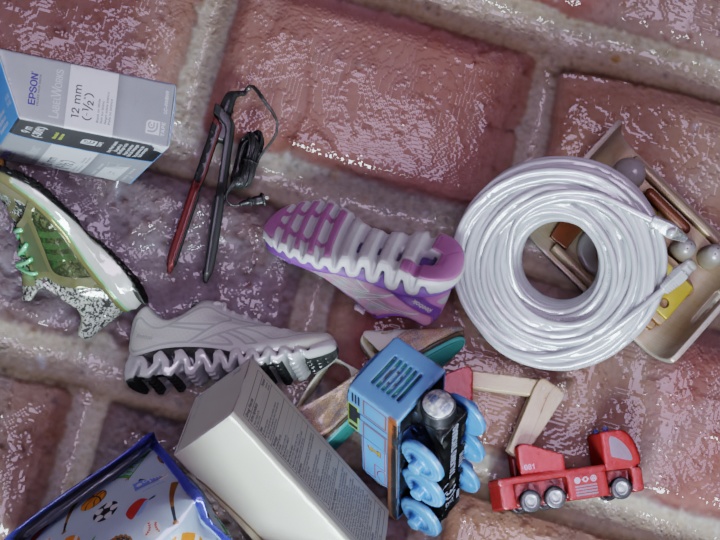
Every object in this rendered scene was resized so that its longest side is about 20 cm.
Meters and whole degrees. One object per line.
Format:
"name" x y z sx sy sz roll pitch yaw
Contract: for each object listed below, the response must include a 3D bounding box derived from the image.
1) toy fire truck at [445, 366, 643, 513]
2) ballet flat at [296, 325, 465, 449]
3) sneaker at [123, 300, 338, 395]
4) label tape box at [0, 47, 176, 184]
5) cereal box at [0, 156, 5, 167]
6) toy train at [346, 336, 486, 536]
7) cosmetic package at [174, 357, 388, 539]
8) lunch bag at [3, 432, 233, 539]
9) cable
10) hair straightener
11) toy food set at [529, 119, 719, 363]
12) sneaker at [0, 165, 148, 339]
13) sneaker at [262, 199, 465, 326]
"toy fire truck" 0.164 0.156 1.397 0.197 0.049 0.143 -7 81 -9
"ballet flat" 0.006 0.098 1.379 0.199 0.068 0.067 -36 69 -13
"sneaker" -0.119 0.064 1.357 0.197 0.075 0.082 -3 67 1
"label tape box" -0.278 -0.138 1.310 0.198 0.143 0.067 8 78 -22
"cereal box" -0.426 -0.168 1.371 0.142 0.040 0.202 -16 83 -11
"toy train" 0.048 0.153 1.314 0.114 0.201 0.087 36 63 23
"cosmetic package" -0.065 0.188 1.298 0.073 0.104 0.200 -36 105 20
"lunch bag" -0.208 0.234 1.262 0.169 0.200 0.125 -36 115 -11
"cable" 0.187 -0.009 1.381 0.199 0.069 0.201 40 106 2
"hair straightener" -0.122 -0.083 1.405 0.076 0.041 0.202 17 75 -5
"toy food set" 0.276 -0.028 1.435 0.200 0.060 0.144 44 78 1
"sneaker" -0.288 -0.015 1.341 0.200 0.077 0.089 45 86 -8
"sneaker" 0.000 0.000 1.385 0.198 0.089 0.081 17 48 15
